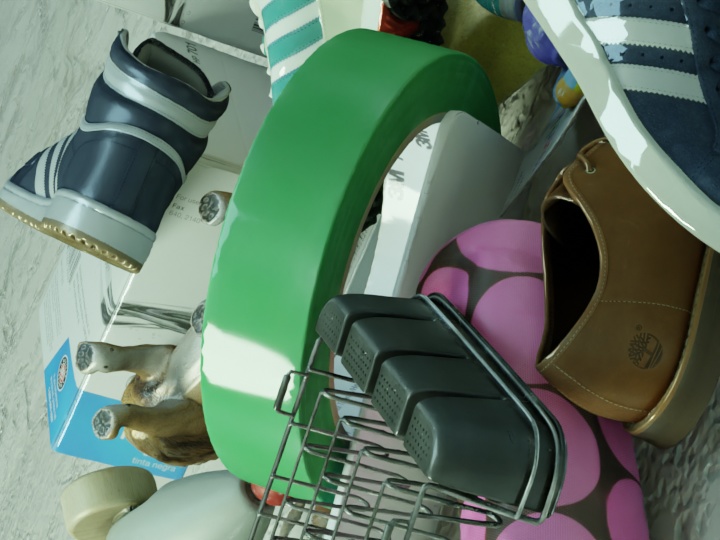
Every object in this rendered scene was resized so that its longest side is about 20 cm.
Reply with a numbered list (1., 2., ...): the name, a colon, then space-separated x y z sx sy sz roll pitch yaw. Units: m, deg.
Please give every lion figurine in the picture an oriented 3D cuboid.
1. lion figurine: -0.066 0.034 1.175 0.200 0.122 0.073 -40 61 32

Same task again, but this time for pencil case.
1. pencil case: 0.064 0.085 0.895 0.093 0.090 0.201 -33 43 36

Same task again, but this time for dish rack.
1. dish rack: -0.003 0.116 0.862 0.153 0.054 0.201 -129 56 -64

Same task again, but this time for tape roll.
1. tape roll: 0.000 0.000 0.995 0.201 0.048 0.201 -51 -31 -46

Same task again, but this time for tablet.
1. tablet: 0.032 0.038 1.013 0.130 0.014 0.201 22 -97 -69

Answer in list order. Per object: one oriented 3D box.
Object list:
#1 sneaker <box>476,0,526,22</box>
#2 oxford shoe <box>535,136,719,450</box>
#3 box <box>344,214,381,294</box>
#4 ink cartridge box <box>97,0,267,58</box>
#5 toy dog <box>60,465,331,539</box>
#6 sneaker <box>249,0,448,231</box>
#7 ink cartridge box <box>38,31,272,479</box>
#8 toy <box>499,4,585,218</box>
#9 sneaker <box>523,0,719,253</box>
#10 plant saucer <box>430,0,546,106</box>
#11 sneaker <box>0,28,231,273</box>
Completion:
1. sneaker: 0.075 -0.199 1.040 0.072 0.079 0.201 74 -146 -60
2. oxford shoe: 0.107 -0.034 0.891 0.071 0.071 0.201 -51 21 51
3. box: -0.013 -0.025 1.247 0.157 0.041 0.200 -66 22 20
4. ink cartridge box: -0.074 -0.210 1.324 0.145 0.199 0.084 -67 22 16
5. toy dog: -0.049 0.125 1.146 0.199 0.096 0.133 -8 74 30
6. sneaker: -0.016 -0.111 1.068 0.093 0.070 0.201 26 117 31
7. ink cartridge box: -0.109 -0.008 1.308 0.201 0.085 0.147 -62 23 26
8. toy: 0.104 -0.128 0.959 0.200 0.047 0.115 -54 2 37
9. sneaker: 0.121 -0.088 0.833 0.084 0.075 0.201 -43 64 23
10. plant saucer: 0.032 -0.148 1.145 0.200 0.048 0.201 -39 35 34
11. sneaker: -0.125 -0.062 1.186 0.109 0.070 0.200 -65 18 -3
